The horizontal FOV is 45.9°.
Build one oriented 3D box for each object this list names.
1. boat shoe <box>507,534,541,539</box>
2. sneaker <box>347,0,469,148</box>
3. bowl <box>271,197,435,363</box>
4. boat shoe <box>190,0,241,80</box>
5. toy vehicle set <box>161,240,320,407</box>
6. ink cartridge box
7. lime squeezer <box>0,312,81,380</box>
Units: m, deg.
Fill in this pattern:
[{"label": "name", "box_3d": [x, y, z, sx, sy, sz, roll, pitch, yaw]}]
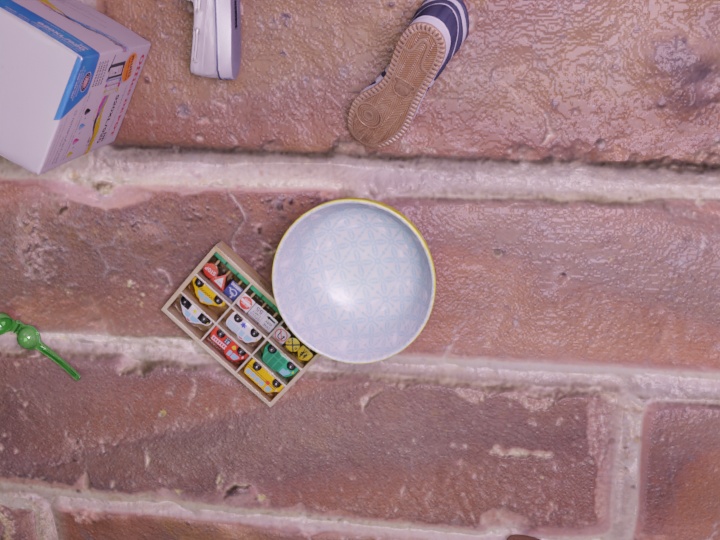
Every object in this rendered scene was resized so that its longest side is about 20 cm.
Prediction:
[{"label": "boat shoe", "box_3d": [0.277, 0.424, 1.142, 0.198, 0.072, 0.065, 25, 106, -5]}, {"label": "sneaker", "box_3d": [0.058, -0.231, 0.981, 0.070, 0.109, 0.200, 35, 141, -5]}, {"label": "bowl", "box_3d": [0.000, 0.000, 1.037, 0.197, 0.108, 0.203, 3, 108, 10]}, {"label": "boat shoe", "box_3d": [-0.176, -0.324, 0.984, 0.064, 0.074, 0.203, 4, 107, 5]}, {"label": "toy vehicle set", "box_3d": [-0.152, 0.073, 1.132, 0.200, 0.027, 0.124, 42, 110, -4]}, {"label": "ink cartridge box", "box_3d": [-0.362, -0.226, 0.984, 0.143, 0.200, 0.148, 29, 110, -2]}, {"label": "lime squeezer", "box_3d": [-0.479, 0.093, 1.182, 0.199, 0.071, 0.038, 29, 95, -31]}]
